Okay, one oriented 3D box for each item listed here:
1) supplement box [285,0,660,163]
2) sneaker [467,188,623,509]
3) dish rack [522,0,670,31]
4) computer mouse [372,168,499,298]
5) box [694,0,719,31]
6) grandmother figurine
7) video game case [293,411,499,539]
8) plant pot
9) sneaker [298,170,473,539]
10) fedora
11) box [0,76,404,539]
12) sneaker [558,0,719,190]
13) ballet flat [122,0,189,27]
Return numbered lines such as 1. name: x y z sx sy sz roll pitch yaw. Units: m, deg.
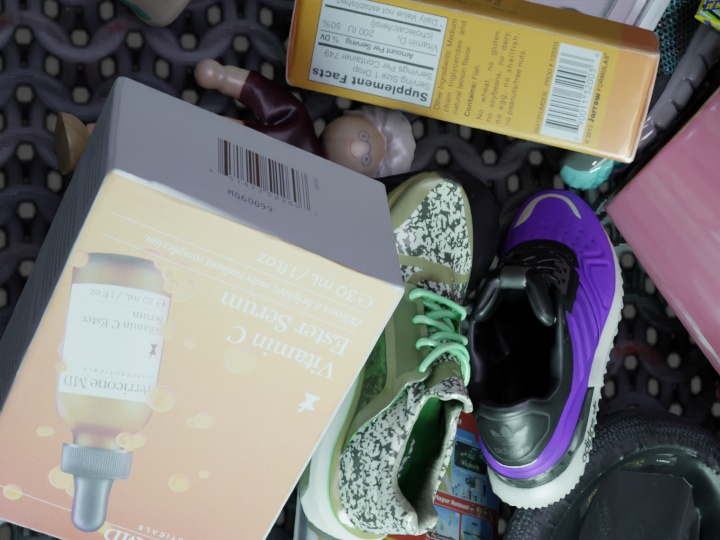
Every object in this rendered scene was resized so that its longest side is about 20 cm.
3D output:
1. supplement box: 0.061 -0.118 0.934 0.198 0.067 0.070 15 109 5
2. sneaker: 0.099 0.020 0.936 0.100 0.069 0.202 60 31 -47
3. dish rack: 0.122 -0.224 0.990 0.171 0.044 0.201 30 78 3
4. computer mouse: 0.000 0.000 0.934 0.198 0.053 0.140 -9 128 -28
5. box: 0.279 -0.146 1.007 0.199 0.070 0.065 13 102 -53
6. grandmother figurine: -0.063 -0.055 0.934 0.198 0.061 0.123 -10 106 -19
7. video game case: 0.021 0.158 0.926 0.142 0.017 0.202 23 61 -37
8. plant pot: 0.249 -0.022 0.993 0.179 0.200 0.200 43 74 2
9. sneaker: 0.035 0.049 0.870 0.076 0.088 0.202 16 83 -36
10. fedora: 0.143 0.180 0.985 0.198 0.091 0.203 1 87 -21
11. box: -0.091 0.035 0.842 0.151 0.107 0.201 20 116 -16
12. sneaker: 0.168 -0.137 1.028 0.091 0.078 0.201 38 72 1
13. ballet flat: -0.062 -0.211 0.944 0.200 0.069 0.070 -45 103 -15
